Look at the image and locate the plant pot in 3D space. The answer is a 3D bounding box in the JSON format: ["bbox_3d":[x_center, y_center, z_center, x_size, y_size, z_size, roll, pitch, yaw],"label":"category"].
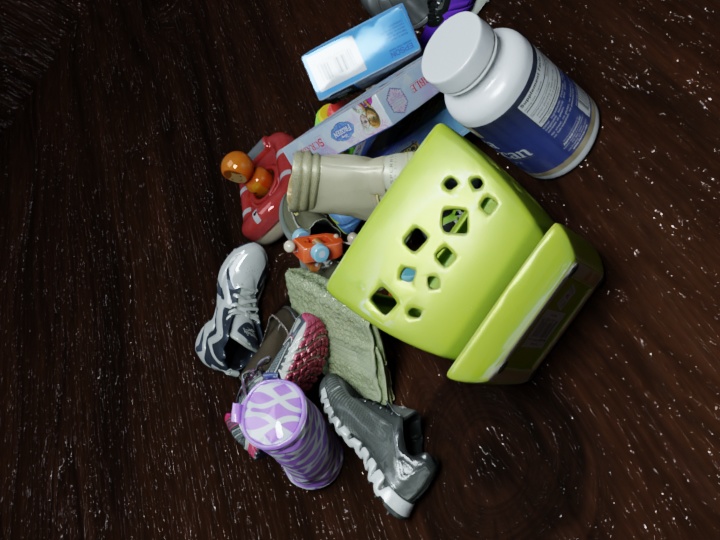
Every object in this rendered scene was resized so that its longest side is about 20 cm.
[{"bbox_3d":[0.119,0.004,0.877,0.181,0.199,0.200,39,100,25],"label":"plant pot"}]

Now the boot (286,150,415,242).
[{"bbox_3d":[-0.010,-0.084,1.036,0.200,0.153,0.074,98,173,-75],"label":"boot"}]

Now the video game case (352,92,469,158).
[{"bbox_3d":[0.073,-0.196,1.151,0.199,0.045,0.182,-32,26,36],"label":"video game case"}]

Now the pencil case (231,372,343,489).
[{"bbox_3d":[-0.079,0.194,1.015,0.084,0.201,0.085,-10,59,9],"label":"pencil case"}]

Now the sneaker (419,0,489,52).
[{"bbox_3d":[0.119,-0.379,1.210,0.201,0.099,0.070,-55,35,10],"label":"sneaker"}]

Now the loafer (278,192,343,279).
[{"bbox_3d":[-0.057,-0.051,1.242,0.070,0.074,0.201,-55,44,34],"label":"loafer"}]

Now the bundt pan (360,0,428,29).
[{"bbox_3d":[0.072,-0.468,1.348,0.201,0.075,0.204,-28,48,37],"label":"bundt pan"}]

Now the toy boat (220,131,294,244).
[{"bbox_3d":[-0.162,-0.141,1.385,0.130,0.130,0.202,-41,41,27],"label":"toy boat"}]

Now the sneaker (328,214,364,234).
[{"bbox_3d":[-0.022,-0.127,1.270,0.082,0.071,0.200,-32,39,4],"label":"sneaker"}]

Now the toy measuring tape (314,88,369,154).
[{"bbox_3d":[-0.025,-0.230,1.277,0.073,0.073,0.201,-32,28,35],"label":"toy measuring tape"}]

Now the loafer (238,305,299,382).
[{"bbox_3d":[-0.118,0.139,1.147,0.073,0.071,0.202,41,128,39],"label":"loafer"}]

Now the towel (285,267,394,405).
[{"bbox_3d":[-0.030,0.080,1.091,0.199,0.036,0.150,26,133,52],"label":"towel"}]

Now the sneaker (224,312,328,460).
[{"bbox_3d":[-0.107,0.136,1.075,0.074,0.080,0.202,37,110,23],"label":"sneaker"}]

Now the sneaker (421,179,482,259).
[{"bbox_3d":[0.113,-0.092,1.063,0.083,0.071,0.202,-38,42,28],"label":"sneaker"}]

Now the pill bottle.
[{"bbox_3d":[0.161,-0.190,0.956,0.110,0.199,0.112,-29,47,37],"label":"pill bottle"}]

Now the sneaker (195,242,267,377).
[{"bbox_3d":[-0.172,0.066,1.311,0.129,0.079,0.201,30,92,53],"label":"sneaker"}]

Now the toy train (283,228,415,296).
[{"bbox_3d":[0.000,0.000,1.105,0.199,0.149,0.056,34,128,50],"label":"toy train"}]

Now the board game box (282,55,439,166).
[{"bbox_3d":[0.030,-0.201,1.047,0.199,0.041,0.199,-41,14,-34],"label":"board game box"}]

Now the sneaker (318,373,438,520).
[{"bbox_3d":[0.025,0.178,1.003,0.091,0.066,0.201,-46,50,10],"label":"sneaker"}]

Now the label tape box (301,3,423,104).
[{"bbox_3d":[0.010,-0.280,1.170,0.143,0.064,0.200,-25,5,9],"label":"label tape box"}]
